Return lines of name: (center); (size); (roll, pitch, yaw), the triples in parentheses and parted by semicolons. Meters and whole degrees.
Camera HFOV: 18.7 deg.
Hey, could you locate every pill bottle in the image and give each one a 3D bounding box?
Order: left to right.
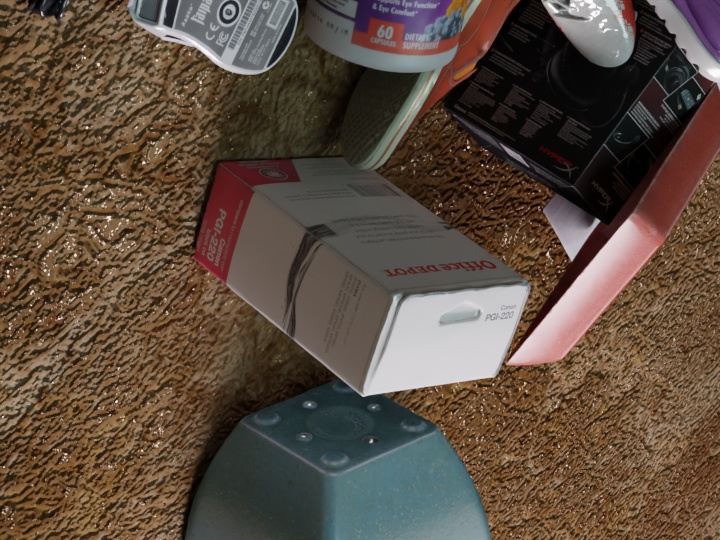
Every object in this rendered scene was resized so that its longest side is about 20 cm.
pill bottle: (0.031, -0.246, 1.483); (0.111, 0.111, 0.201); (-14, 126, -41)

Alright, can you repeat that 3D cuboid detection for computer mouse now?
computer mouse: (-0.122, -0.184, 1.424); (0.200, 0.044, 0.110); (24, 94, -47)

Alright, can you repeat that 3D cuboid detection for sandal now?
sandal: (0.227, -0.230, 1.576); (0.050, 0.203, 0.082); (-33, -172, 46)

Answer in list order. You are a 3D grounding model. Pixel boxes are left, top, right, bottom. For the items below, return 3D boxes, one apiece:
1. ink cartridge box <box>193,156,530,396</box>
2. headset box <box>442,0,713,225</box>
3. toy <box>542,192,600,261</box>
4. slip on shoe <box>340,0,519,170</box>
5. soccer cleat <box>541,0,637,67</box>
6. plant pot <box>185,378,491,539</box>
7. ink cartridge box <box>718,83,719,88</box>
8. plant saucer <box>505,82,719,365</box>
ink cartridge box: (0.000, 0.000, 1.559); (0.145, 0.200, 0.085); (-5, 121, -45)
headset box: (0.185, -0.160, 1.683); (0.200, 0.149, 0.077); (-53, 142, -4)
toy: (0.202, -0.059, 1.861); (0.115, 0.047, 0.200); (-53, 146, -9)
slip on shoe: (0.056, -0.154, 1.608); (0.061, 0.074, 0.200); (38, 82, -36)
soccer cleat: (0.138, -0.230, 1.586); (0.085, 0.068, 0.201); (-47, 118, -49)
plant pot: (-0.016, 0.204, 1.713); (0.195, 0.196, 0.201); (-19, 122, -37)
ink cartridge box: (0.332, -0.233, 1.840); (0.147, 0.083, 0.200); (-51, 142, -6)
plant saucer: (0.207, -0.027, 1.693); (0.200, 0.037, 0.200); (-54, 179, 43)
